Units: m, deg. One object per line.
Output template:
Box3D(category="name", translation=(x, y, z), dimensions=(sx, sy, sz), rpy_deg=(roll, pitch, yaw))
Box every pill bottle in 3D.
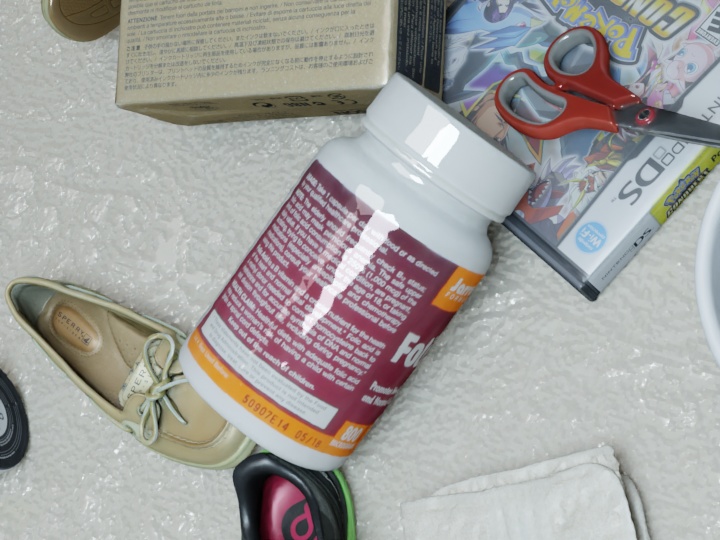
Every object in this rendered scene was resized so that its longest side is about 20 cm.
Box3D(category="pill bottle", translation=(0.000, 0.000, 0.822), dimensions=(0.114, 0.114, 0.200), rpy_deg=(43, 102, 34))

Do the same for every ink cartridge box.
Box3D(category="ink cartridge box", translation=(-0.049, -0.178, 0.911), dimensions=(0.200, 0.075, 0.165), rpy_deg=(1, 84, 31))

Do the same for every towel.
Box3D(category="towel", translation=(0.091, 0.196, 0.756), dimensions=(0.132, 0.034, 0.201), rpy_deg=(-17, 64, 24))

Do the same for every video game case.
Box3D(category="video game case", translation=(0.125, -0.110, 0.863), dimensions=(0.181, 0.025, 0.200), rpy_deg=(-48, 56, 4))

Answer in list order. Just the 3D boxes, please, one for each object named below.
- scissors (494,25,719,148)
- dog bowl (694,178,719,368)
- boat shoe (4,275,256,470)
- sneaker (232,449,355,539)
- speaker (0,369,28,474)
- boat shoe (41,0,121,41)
Box3D(category="scissors", translation=(0.139, -0.076, 0.786), dimensions=(0.073, 0.014, 0.200), rpy_deg=(-43, 38, 0))
Box3D(category="dog bowl", translation=(0.266, 0.004, 0.707), dimensions=(0.200, 0.079, 0.201), rpy_deg=(-11, 66, 25))
Box3D(category="boat shoe", translation=(-0.144, 0.061, 0.921), dimensions=(0.200, 0.063, 0.073), rpy_deg=(24, 83, 33))
Box3D(category="sneaker", translation=(-0.028, 0.185, 0.795), dimensions=(0.077, 0.084, 0.200), rpy_deg=(-34, 58, 16))
Box3D(category="speaker", translation=(-0.321, 0.128, 0.985), dimensions=(0.200, 0.081, 0.081), rpy_deg=(-24, 61, 20))
Box3D(category="boat shoe", translation=(-0.175, -0.247, 1.056), dimensions=(0.063, 0.073, 0.200), rpy_deg=(4, 62, 42))
